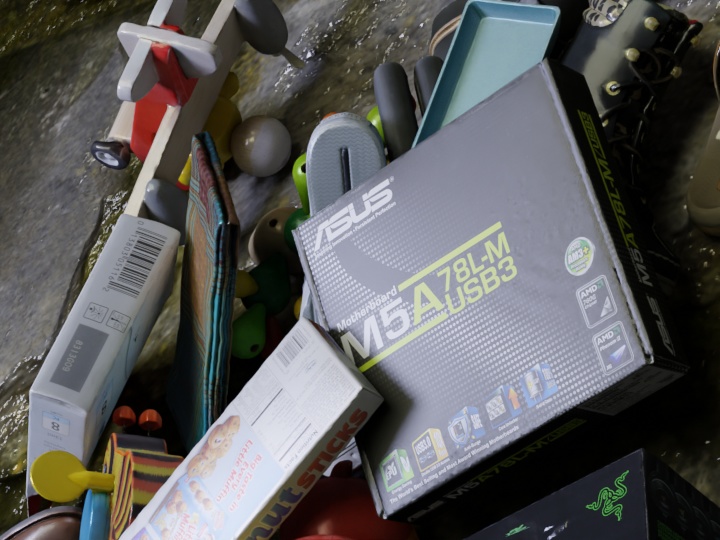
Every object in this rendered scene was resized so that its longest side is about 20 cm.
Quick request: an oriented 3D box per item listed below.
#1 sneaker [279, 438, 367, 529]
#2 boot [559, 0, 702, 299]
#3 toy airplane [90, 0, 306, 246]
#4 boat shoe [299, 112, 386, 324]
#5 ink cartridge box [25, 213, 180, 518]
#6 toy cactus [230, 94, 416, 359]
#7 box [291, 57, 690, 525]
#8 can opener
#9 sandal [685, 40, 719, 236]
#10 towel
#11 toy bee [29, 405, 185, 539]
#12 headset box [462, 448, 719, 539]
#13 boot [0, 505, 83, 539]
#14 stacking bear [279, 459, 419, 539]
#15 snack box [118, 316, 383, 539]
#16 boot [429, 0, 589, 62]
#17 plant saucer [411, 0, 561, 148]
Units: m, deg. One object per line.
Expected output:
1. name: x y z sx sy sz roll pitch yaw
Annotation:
1. sneaker: 0.018 0.098 1.485 0.200 0.072 0.073 -30 54 32
2. boot: 0.151 -0.080 1.450 0.154 0.073 0.204 -61 27 9
3. toy airplane: -0.113 -0.116 1.790 0.199 0.141 0.201 -65 -1 -68
4. boat shoe: 0.000 0.000 1.548 0.062 0.072 0.201 -45 -42 -75
5. ink cartridge box: -0.176 0.083 1.696 0.200 0.047 0.160 100 -170 -53
6. toy cactus: -0.030 -0.023 1.658 0.201 0.102 0.165 -68 14 -11
7. box: 0.068 0.014 1.393 0.200 0.047 0.194 -32 62 30
8. can opener: 0.047 -0.039 1.543 0.053 0.067 0.201 -9 54 -3
9. sandal: 0.228 -0.115 1.421 0.080 0.054 0.201 0 61 54
10. towel: -0.104 0.029 1.630 0.147 0.022 0.201 -114 27 -61
11. toy bee: -0.148 0.134 1.566 0.200 0.131 0.109 -16 65 53
12. headset box: 0.104 0.208 1.235 0.174 0.093 0.201 -30 38 32
13. boot: -0.223 0.275 1.632 0.186 0.064 0.200 -48 32 18
14. stacking bear: -0.018 0.196 1.394 0.113 0.122 0.200 3 38 10
15. snack box: -0.072 0.124 1.420 0.200 0.024 0.072 -50 48 9
16. boot: 0.116 -0.130 1.581 0.200 0.077 0.139 -38 37 48
17. plant saucer: 0.062 -0.068 1.489 0.070 0.019 0.201 11 74 36
